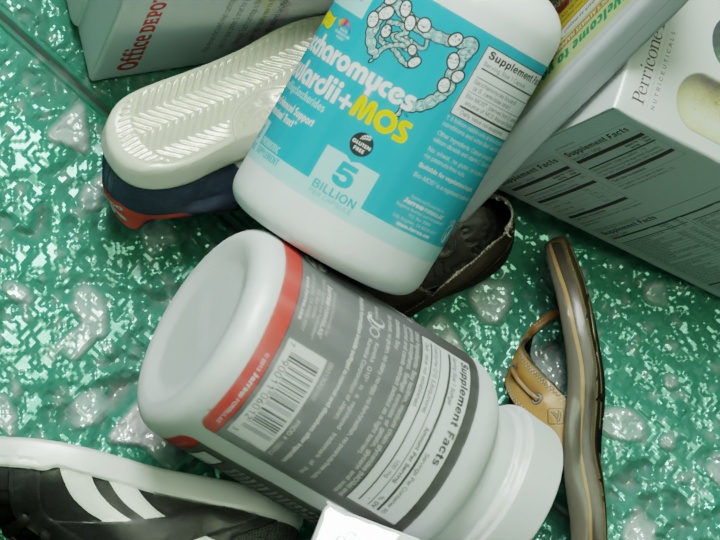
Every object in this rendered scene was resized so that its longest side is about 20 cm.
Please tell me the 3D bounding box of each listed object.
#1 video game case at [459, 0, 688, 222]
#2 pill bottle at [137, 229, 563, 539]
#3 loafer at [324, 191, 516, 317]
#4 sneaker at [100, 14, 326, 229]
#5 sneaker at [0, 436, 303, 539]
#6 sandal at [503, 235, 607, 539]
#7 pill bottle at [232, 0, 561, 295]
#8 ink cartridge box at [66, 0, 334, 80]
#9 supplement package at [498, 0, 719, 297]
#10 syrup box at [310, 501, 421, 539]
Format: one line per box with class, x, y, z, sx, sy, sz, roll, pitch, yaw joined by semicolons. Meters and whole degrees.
video game case;0.101;-0.149;1.317;0.022;0.200;0.182;24;43;-24
pill bottle;-0.003;0.074;1.266;0.200;0.116;0.116;32;68;-22
loafer;0.000;0.000;1.343;0.200;0.071;0.073;-30;83;-20
sneaker;-0.051;-0.076;1.347;0.200;0.085;0.075;-17;62;-23
sneaker;-0.130;0.154;1.265;0.199;0.073;0.112;11;70;-12
sandal;0.105;0.079;1.356;0.054;0.082;0.201;-3;81;8
pill bottle;0.027;-0.097;1.253;0.111;0.111;0.200;29;96;-4
ink cartridge box;-0.058;-0.206;1.348;0.199;0.147;0.146;-11;78;-17
supplement package;0.194;-0.094;1.356;0.200;0.151;0.152;24;69;-21
syrup box;-0.018;0.222;1.198;0.079;0.081;0.200;21;65;1
